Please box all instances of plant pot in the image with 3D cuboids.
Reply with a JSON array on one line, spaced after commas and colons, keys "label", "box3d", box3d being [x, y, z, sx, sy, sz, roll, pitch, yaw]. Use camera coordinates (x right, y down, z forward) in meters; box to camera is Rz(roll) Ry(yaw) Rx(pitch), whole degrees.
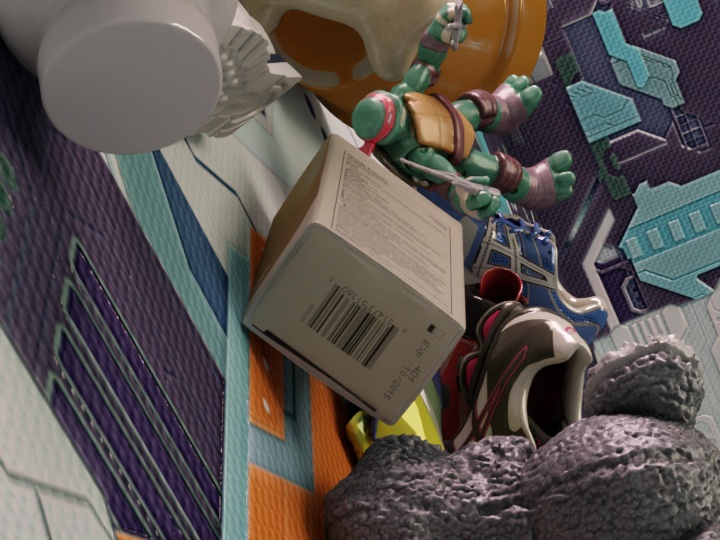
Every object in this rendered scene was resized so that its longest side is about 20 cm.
[{"label": "plant pot", "box3d": [0.016, -0.194, 1.513, 0.183, 0.199, 0.202, -9, 76, -65]}]

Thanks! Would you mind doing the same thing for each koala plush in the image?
[{"label": "koala plush", "box3d": [0.103, 0.136, 1.045, 0.183, 0.199, 0.179, 37, 39, -41]}]

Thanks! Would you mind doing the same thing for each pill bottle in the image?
[{"label": "pill bottle", "box3d": [-0.109, -0.145, 0.868, 0.104, 0.103, 0.201, 57, 14, -48]}]

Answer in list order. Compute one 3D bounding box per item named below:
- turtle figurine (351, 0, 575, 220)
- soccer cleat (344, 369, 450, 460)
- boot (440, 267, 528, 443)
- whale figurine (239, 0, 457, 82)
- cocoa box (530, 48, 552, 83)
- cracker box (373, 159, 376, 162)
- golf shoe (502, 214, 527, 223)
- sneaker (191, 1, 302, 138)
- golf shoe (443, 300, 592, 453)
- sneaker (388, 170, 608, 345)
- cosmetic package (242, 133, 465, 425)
[{"label": "turtle figurine", "box3d": [0.057, -0.095, 1.327, 0.199, 0.100, 0.151, 9, 70, -53]}, {"label": "soccer cleat", "box3d": [0.023, 0.121, 1.214, 0.083, 0.065, 0.202, 15, 52, -41]}, {"label": "boot", "box3d": [0.086, 0.075, 1.377, 0.200, 0.072, 0.146, 32, 77, -74]}, {"label": "whale figurine", "box3d": [-0.021, -0.219, 1.379, 0.200, 0.159, 0.104, 42, 11, 4]}, {"label": "cocoa box", "box3d": [0.193, -0.375, 3.116, 0.133, 0.130, 0.202, 34, 34, -75]}, {"label": "cracker box", "box3d": [0.033, 0.022, 1.458, 0.200, 0.057, 0.135, 50, 18, -65]}, {"label": "golf shoe", "box3d": [0.076, -0.001, 1.622, 0.098, 0.078, 0.200, 53, -27, 18]}, {"label": "sneaker", "box3d": [-0.091, -0.120, 1.067, 0.081, 0.076, 0.200, 57, 3, 5]}, {"label": "golf shoe", "box3d": [0.088, 0.121, 1.247, 0.088, 0.077, 0.202, 21, -79, 64]}, {"label": "sneaker", "box3d": [0.092, -0.015, 1.417, 0.200, 0.077, 0.076, 50, 12, -15]}, {"label": "cosmetic package", "box3d": [0.000, 0.000, 1.154, 0.105, 0.071, 0.200, 35, 15, -7]}]
